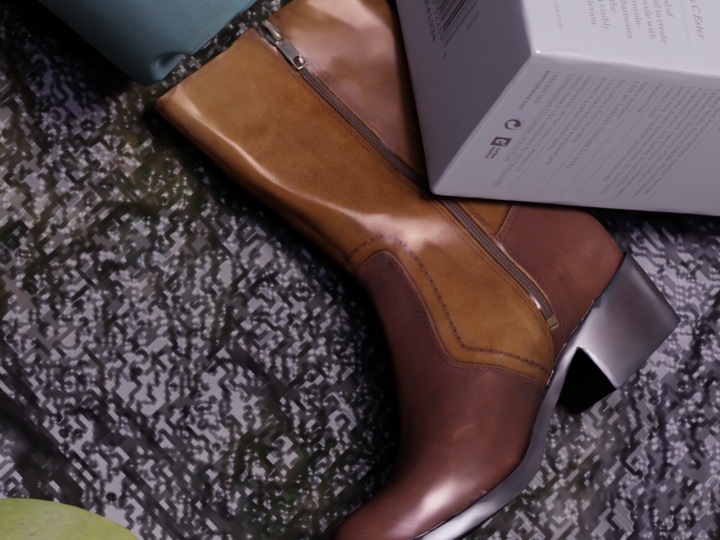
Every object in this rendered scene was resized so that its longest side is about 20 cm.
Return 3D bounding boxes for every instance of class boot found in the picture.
[{"bbox_3d":[0.000,0.000,1.076,0.200,0.068,0.188,46,67,0],"label":"boot"}]

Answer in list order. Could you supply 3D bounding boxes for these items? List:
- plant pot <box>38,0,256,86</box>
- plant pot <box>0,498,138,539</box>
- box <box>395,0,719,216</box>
[{"bbox_3d":[-0.095,-0.185,1.042,0.196,0.200,0.200,46,66,-9],"label":"plant pot"},{"bbox_3d":[-0.121,0.169,0.863,0.200,0.200,0.184,37,30,-5],"label":"plant pot"},{"bbox_3d":[0.124,-0.098,1.103,0.200,0.098,0.125,4,58,-23],"label":"box"}]
